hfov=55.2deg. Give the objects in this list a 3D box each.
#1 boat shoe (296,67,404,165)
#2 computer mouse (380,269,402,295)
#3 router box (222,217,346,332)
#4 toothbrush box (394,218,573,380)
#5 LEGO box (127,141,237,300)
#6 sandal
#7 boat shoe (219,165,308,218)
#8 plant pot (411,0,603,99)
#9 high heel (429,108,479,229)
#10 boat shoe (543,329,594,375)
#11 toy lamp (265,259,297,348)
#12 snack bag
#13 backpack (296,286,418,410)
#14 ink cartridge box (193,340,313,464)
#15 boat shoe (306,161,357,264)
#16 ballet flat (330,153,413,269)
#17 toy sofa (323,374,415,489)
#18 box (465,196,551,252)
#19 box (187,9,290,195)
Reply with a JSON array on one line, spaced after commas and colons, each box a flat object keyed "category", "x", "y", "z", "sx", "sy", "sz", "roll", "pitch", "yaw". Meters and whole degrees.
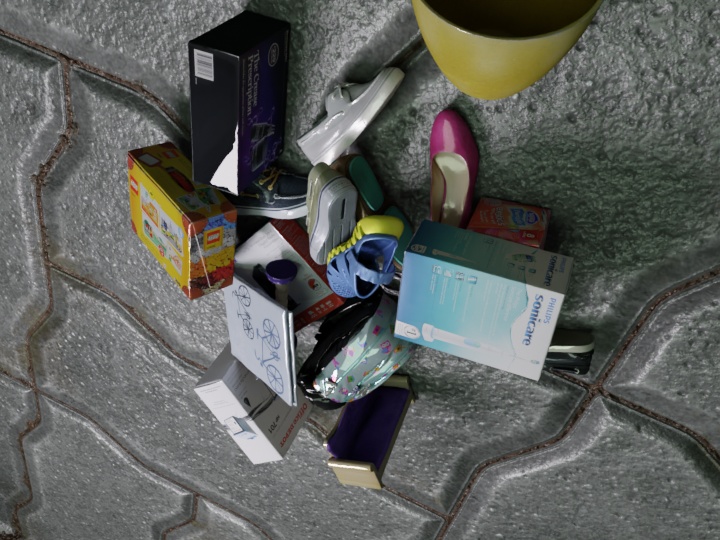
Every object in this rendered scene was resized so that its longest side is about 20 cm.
[{"category": "boat shoe", "x": -0.019, "y": -0.215, "z": 0.931, "sx": 0.068, "sy": 0.072, "sz": 0.200, "roll": 43, "pitch": 141, "yaw": -9}, {"category": "computer mouse", "x": 0.011, "y": -0.021, "z": 1.060, "sx": 0.199, "sy": 0.034, "sz": 0.059, "roll": 34, "pitch": 131, "yaw": 15}, {"category": "router box", "x": -0.139, "y": 0.016, "z": 1.171, "sx": 0.180, "sy": 0.049, "sz": 0.200, "roll": 47, "pitch": 131, "yaw": -12}, {"category": "toothbrush box", "x": 0.154, "y": 0.037, "z": 0.884, "sx": 0.199, "sy": 0.085, "sz": 0.147, "roll": 16, "pitch": 129, "yaw": 16}, {"category": "LEGO box", "x": -0.275, "y": -0.078, "z": 1.053, "sx": 0.200, "sy": 0.077, "sz": 0.150, "roll": 43, "pitch": 138, "yaw": 31}, {"category": "sandal", "x": 0.000, "y": 0.000, "z": 0.968, "sx": 0.079, "sy": 0.088, "sz": 0.200, "roll": 7, "pitch": 156, "yaw": -14}, {"category": "boat shoe", "x": -0.141, "y": -0.134, "z": 1.042, "sx": 0.199, "sy": 0.071, "sz": 0.091, "roll": 1, "pitch": 131, "yaw": 29}, {"category": "plant pot", "x": 0.147, "y": -0.270, "z": 0.739, "sx": 0.199, "sy": 0.201, "sz": 0.142, "roll": 21, "pitch": 157, "yaw": 12}, {"category": "high heel", "x": 0.114, "y": -0.107, "z": 0.918, "sx": 0.067, "sy": 0.096, "sz": 0.201, "roll": 10, "pitch": 128, "yaw": 20}, {"category": "boat shoe", "x": 0.250, "y": 0.127, "z": 1.040, "sx": 0.198, "sy": 0.075, "sz": 0.067, "roll": -2, "pitch": 112, "yaw": 17}, {"category": "toy lamp", "x": -0.130, "y": 0.077, "z": 1.141, "sx": 0.058, "sy": 0.058, "sz": 0.201, "roll": 18, "pitch": 131, "yaw": 14}, {"category": "snack bag", "x": -0.169, "y": 0.106, "z": 1.144, "sx": 0.199, "sy": 0.021, "sz": 0.190, "roll": 29, "pitch": 131, "yaw": 43}, {"category": "backpack", "x": 0.002, "y": 0.123, "z": 1.123, "sx": 0.126, "sy": 0.167, "sz": 0.200, "roll": 37, "pitch": 119, "yaw": -15}, {"category": "ink cartridge box", "x": -0.197, "y": 0.240, "z": 1.303, "sx": 0.085, "sy": 0.147, "sz": 0.201, "roll": -21, "pitch": 113, "yaw": 34}, {"category": "boat shoe", "x": -0.044, "y": -0.079, "z": 0.979, "sx": 0.062, "sy": 0.072, "sz": 0.200, "roll": 55, "pitch": 156, "yaw": 21}, {"category": "ballet flat", "x": 0.013, "y": -0.082, "z": 1.008, "sx": 0.072, "sy": 0.068, "sz": 0.200, "roll": -1, "pitch": 134, "yaw": 46}, {"category": "toy sofa", "x": 0.019, "y": 0.259, "z": 1.172, "sx": 0.082, "sy": 0.200, "sz": 0.098, "roll": 0, "pitch": 129, "yaw": 27}, {"category": "box", "x": 0.197, "y": 0.012, "z": 0.965, "sx": 0.102, "sy": 0.095, "sz": 0.201, "roll": 13, "pitch": 129, "yaw": 17}, {"category": "box", "x": -0.163, "y": -0.228, "z": 0.940, "sx": 0.078, "sy": 0.141, "sz": 0.201, "roll": 18, "pitch": 130, "yaw": 11}]
